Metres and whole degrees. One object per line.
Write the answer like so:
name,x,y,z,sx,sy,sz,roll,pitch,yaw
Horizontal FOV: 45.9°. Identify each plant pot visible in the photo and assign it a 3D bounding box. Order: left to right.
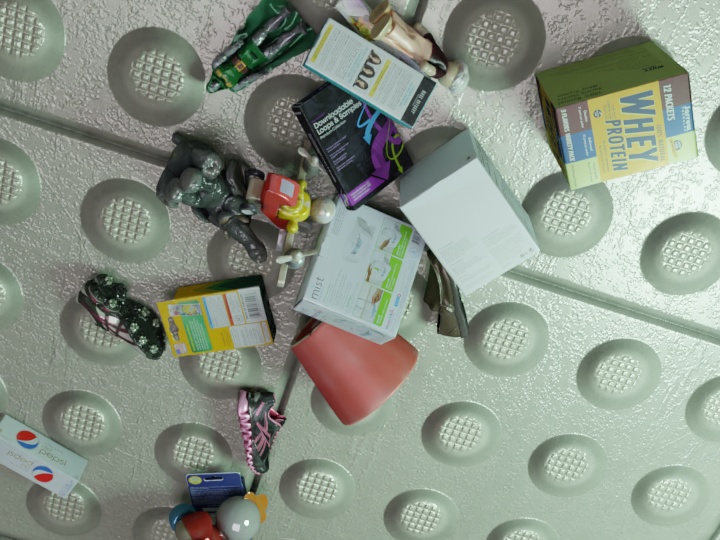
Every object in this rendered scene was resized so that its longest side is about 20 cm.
plant pot,-0.021,0.153,1.571,0.200,0.201,0.177,-41,98,20

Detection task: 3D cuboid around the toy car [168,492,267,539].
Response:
toy car,-0.269,0.549,1.776,0.199,0.184,0.178,-31,116,-15

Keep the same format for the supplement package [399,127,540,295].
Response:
supplement package,0.181,-0.101,1.445,0.151,0.151,0.200,-32,112,17

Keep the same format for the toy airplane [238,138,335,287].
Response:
toy airplane,-0.107,-0.098,1.431,0.140,0.199,0.202,5,118,13

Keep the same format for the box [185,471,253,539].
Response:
box,-0.303,0.507,1.840,0.120,0.032,0.202,-3,118,3

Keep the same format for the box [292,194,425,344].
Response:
box,0.000,0.000,1.474,0.175,0.097,0.202,21,72,-9

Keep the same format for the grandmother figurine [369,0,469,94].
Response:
grandmother figurine,0.099,-0.346,1.347,0.199,0.122,0.060,30,140,-34

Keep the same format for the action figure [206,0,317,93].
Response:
action figure,-0.177,-0.352,1.387,0.199,0.055,0.118,-34,114,22

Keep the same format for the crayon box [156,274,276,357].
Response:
crayon box,-0.271,0.087,1.613,0.198,0.052,0.127,-9,117,5

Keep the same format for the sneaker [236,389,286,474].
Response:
sneaker,-0.194,0.328,1.729,0.094,0.079,0.202,-9,118,-6

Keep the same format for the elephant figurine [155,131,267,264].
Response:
elephant figurine,-0.242,-0.124,1.463,0.141,0.156,0.200,5,157,46

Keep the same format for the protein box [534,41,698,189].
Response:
protein box,0.396,-0.247,1.335,0.197,0.200,0.136,-14,116,9

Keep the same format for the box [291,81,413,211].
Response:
box,-0.010,-0.222,1.411,0.143,0.036,0.201,-39,113,-21

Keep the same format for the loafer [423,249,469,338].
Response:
loafer,0.149,0.046,1.565,0.070,0.073,0.201,-14,116,8

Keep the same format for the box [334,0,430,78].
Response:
box,0.038,-0.368,1.375,0.039,0.042,0.200,-38,111,19

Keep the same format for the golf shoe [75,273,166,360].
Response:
golf shoe,-0.453,0.094,1.623,0.088,0.077,0.200,-24,113,36

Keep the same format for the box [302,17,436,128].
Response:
box,0.014,-0.310,1.344,0.199,0.049,0.083,29,95,-12

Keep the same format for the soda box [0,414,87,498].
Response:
soda box,-0.677,0.388,1.771,0.199,0.068,0.064,35,113,-16
